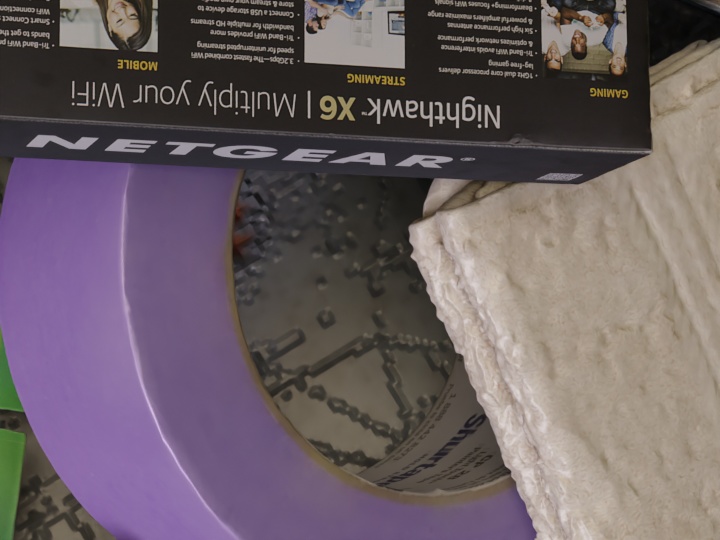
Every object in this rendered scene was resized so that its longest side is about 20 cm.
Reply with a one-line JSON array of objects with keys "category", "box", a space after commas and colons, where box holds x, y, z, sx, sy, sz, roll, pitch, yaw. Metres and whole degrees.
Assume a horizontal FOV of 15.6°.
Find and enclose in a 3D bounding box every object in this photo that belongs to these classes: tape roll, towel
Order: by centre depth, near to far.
[{"category": "towel", "box": [0.100, 0.042, 0.769, 0.132, 0.034, 0.200, -27, 100, -28]}, {"category": "tape roll", "box": [0.000, 0.000, 0.778, 0.200, 0.085, 0.201, 2, 86, -32]}]

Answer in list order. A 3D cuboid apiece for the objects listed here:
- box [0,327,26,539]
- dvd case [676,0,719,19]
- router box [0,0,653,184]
[{"category": "box", "box": [-0.202, 0.042, 0.828, 0.199, 0.048, 0.118, 7, 80, 1]}, {"category": "dvd case", "box": [0.053, -0.114, 0.813, 0.200, 0.146, 0.022, 22, 97, 1]}, {"category": "router box", "box": [-0.025, -0.107, 0.684, 0.199, 0.052, 0.158, 3, 81, -19]}]
